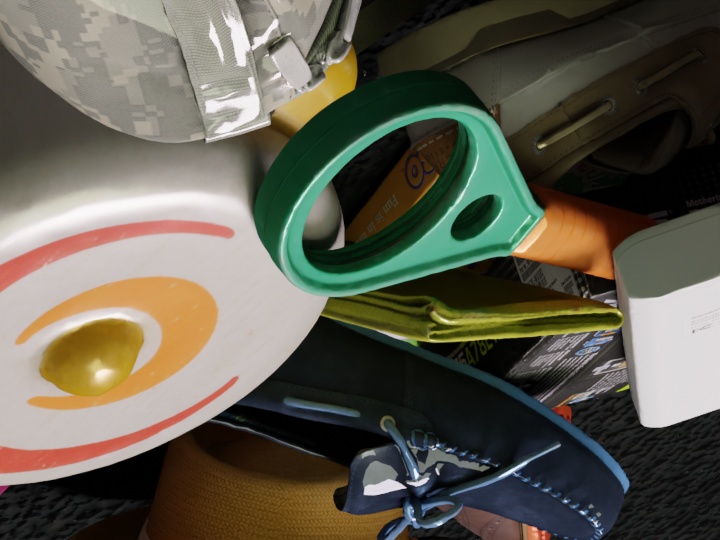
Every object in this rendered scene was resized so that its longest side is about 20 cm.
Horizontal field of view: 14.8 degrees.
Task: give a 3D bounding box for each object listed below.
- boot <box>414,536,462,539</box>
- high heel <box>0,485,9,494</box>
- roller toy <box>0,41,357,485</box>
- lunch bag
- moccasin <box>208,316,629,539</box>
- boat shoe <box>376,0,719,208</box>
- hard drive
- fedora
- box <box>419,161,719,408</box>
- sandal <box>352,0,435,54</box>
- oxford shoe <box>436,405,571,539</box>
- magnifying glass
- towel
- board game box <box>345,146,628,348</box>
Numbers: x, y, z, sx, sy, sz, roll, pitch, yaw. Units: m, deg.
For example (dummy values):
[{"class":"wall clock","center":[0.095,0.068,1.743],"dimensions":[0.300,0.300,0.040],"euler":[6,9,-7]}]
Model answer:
[{"class":"boot","center":[-0.021,0.198,1.340],"dimensions":[0.187,0.069,0.200],"euler":[-5,157,-26]},{"class":"high heel","center":[-0.129,0.060,1.074],"dimensions":[0.095,0.068,0.200],"euler":[-1,142,-24]},{"class":"roller toy","center":[-0.101,-0.021,0.897],"dimensions":[0.199,0.140,0.183],"euler":[-17,150,-12]},{"class":"lunch bag","center":[-0.072,-0.142,0.695],"dimensions":[0.139,0.168,0.200],"euler":[-22,151,-1]},{"class":"moccasin","center":[0.005,0.069,1.088],"dimensions":[0.199,0.068,0.081],"euler":[22,153,4]},{"class":"boat shoe","center":[0.095,-0.068,0.990],"dimensions":[0.199,0.069,0.075],"euler":[-17,173,-35]},{"class":"hard drive","center":[0.158,0.006,0.993],"dimensions":[0.131,0.026,0.200],"euler":[-19,164,2]},{"class":"fedora","center":[-0.034,0.103,1.165],"dimensions":[0.200,0.200,0.082],"euler":[1,104,-34]},{"class":"box","center":[0.139,0.001,1.096],"dimensions":[0.192,0.048,0.200],"euler":[-16,167,-18]},{"class":"sandal","center":[0.050,-0.121,0.923],"dimensions":[0.201,0.058,0.080],"euler":[-40,146,27]},{"class":"oxford shoe","center":[0.056,0.084,1.269],"dimensions":[0.072,0.072,0.200],"euler":[9,158,10]},{"class":"magnifying glass","center":[0.039,-0.019,0.890],"dimensions":[0.080,0.022,0.200],"euler":[-50,150,19]},{"class":"towel","center":[0.000,0.000,0.992],"dimensions":[0.086,0.200,0.018],"euler":[-5,101,-34]},{"class":"board game box","center":[0.044,-0.020,1.116],"dimensions":[0.095,0.030,0.200],"euler":[1,145,-36]}]
